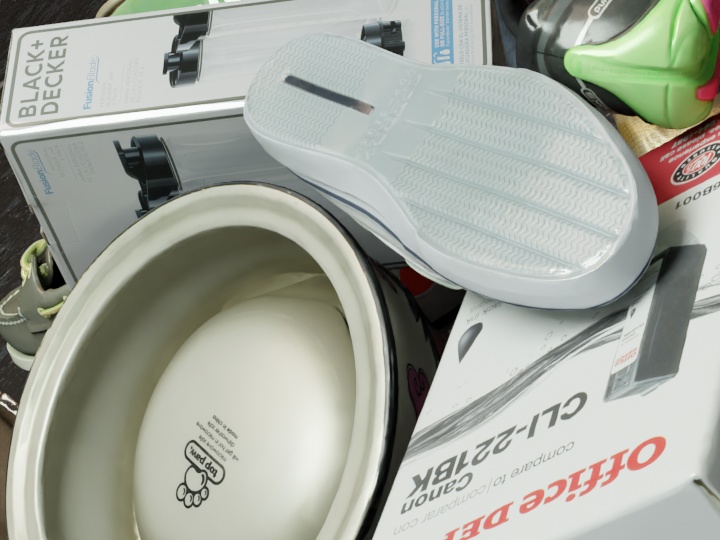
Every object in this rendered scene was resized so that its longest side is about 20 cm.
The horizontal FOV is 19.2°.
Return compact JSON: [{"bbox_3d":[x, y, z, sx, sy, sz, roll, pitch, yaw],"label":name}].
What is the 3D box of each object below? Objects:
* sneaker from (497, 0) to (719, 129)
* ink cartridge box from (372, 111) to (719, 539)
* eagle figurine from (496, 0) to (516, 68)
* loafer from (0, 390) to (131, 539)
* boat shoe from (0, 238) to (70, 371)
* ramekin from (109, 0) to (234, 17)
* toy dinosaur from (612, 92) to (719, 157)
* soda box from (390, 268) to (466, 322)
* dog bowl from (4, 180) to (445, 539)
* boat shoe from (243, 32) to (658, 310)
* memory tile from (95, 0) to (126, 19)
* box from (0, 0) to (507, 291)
[{"bbox_3d":[0.094,-0.111,0.778,0.083,0.077,0.200,7,21,7],"label":"sneaker"},{"bbox_3d":[0.092,0.050,0.683,0.144,0.084,0.201,-30,24,36],"label":"ink cartridge box"},{"bbox_3d":[0.126,-0.159,1.029,0.150,0.152,0.200,-3,-12,2],"label":"eagle figurine"},{"bbox_3d":[-0.178,0.083,0.932,0.199,0.071,0.073,33,87,30],"label":"loafer"},{"bbox_3d":[-0.126,0.002,1.025,0.201,0.060,0.072,-14,31,53],"label":"boat shoe"},{"bbox_3d":[-0.032,-0.085,1.064,0.199,0.098,0.200,-21,-18,-7],"label":"ramekin"},{"bbox_3d":[0.126,-0.048,0.889,0.200,0.058,0.101,-45,32,24],"label":"toy dinosaur"},{"bbox_3d":[0.000,0.000,1.007,0.199,0.063,0.068,-36,19,26],"label":"soda box"},{"bbox_3d":[-0.045,0.071,0.830,0.199,0.074,0.202,-15,64,35],"label":"dog bowl"},{"bbox_3d":[0.040,-0.031,0.730,0.074,0.067,0.200,-51,41,-4],"label":"boat shoe"},{"bbox_3d":[-0.027,-0.156,1.061,0.199,0.017,0.153,-30,-19,20],"label":"memory tile"},{"bbox_3d":[-0.036,-0.052,0.868,0.198,0.117,0.061,-7,52,9],"label":"box"}]
